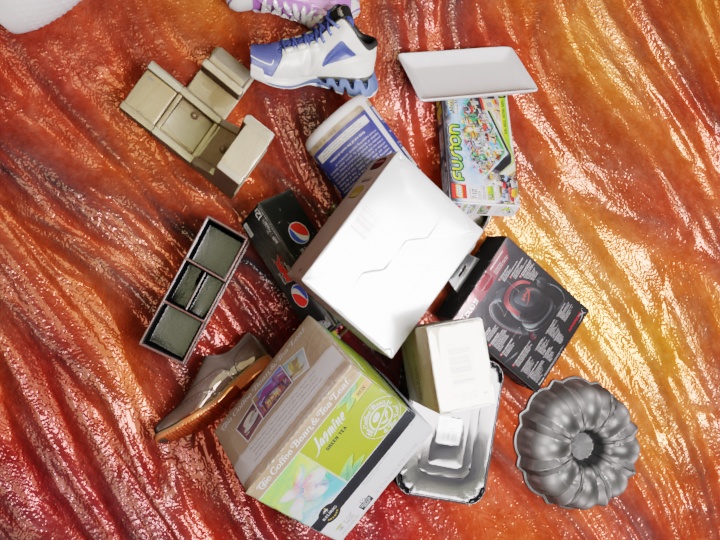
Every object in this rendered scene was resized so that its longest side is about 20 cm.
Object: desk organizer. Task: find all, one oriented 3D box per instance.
[{"bbox_3d":[-0.231,0.028,1.077,0.071,0.077,0.204,28,84,-7],"label":"desk organizer"}]

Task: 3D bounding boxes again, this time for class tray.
[{"bbox_3d":[0.159,-0.290,1.152,0.195,0.022,0.109,-9,53,-17],"label":"tray"}]

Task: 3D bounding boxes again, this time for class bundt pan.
[{"bbox_3d":[0.336,0.267,1.164,0.196,0.076,0.208,0,88,-9],"label":"bundt pan"}]

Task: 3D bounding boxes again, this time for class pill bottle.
[{"bbox_3d":[0.021,-0.138,1.105,0.115,0.116,0.201,-39,94,-8],"label":"pill bottle"}]

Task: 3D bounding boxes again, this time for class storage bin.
[{"bbox_3d":[0.120,0.222,1.121,0.131,0.094,0.206,11,85,-9],"label":"storage bin"}]

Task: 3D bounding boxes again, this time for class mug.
[{"bbox_3d":[-0.451,-0.429,1.035,0.175,0.148,0.200,-44,65,-1],"label":"mug"}]

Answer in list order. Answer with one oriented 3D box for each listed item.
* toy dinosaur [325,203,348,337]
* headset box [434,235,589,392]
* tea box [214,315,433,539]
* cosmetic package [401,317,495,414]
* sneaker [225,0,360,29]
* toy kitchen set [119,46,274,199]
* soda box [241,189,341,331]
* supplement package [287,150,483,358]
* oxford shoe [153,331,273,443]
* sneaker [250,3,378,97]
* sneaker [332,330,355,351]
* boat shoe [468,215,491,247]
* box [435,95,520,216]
[{"bbox_3d":[0.000,0.000,1.115,0.060,0.104,0.206,-18,102,-47],"label":"toy dinosaur"},{"bbox_3d":[0.217,0.056,1.139,0.199,0.075,0.150,38,82,-15],"label":"headset box"},{"bbox_3d":[-0.047,0.209,1.005,0.201,0.133,0.196,-50,128,0],"label":"tea box"},{"bbox_3d":[0.105,0.117,0.975,0.071,0.200,0.107,-9,85,-8],"label":"cosmetic package"},{"bbox_3d":[-0.093,-0.383,1.119,0.195,0.073,0.117,-17,94,-10],"label":"sneaker"},{"bbox_3d":[-0.201,-0.232,1.038,0.198,0.180,0.165,37,82,-10],"label":"toy kitchen set"},{"bbox_3d":[-0.082,-0.008,1.084,0.070,0.063,0.203,-28,83,-43],"label":"soda box"},{"bbox_3d":[0.028,-0.022,0.992,0.155,0.111,0.202,40,81,-13],"label":"supplement package"},{"bbox_3d":[-0.215,0.167,1.089,0.198,0.072,0.073,-35,74,-13],"label":"oxford shoe"},{"bbox_3d":[-0.059,-0.323,1.093,0.194,0.081,0.117,4,127,-15],"label":"sneaker"},{"bbox_3d":[-0.067,0.186,1.100,0.084,0.074,0.203,33,83,-7],"label":"sneaker"},{"bbox_3d":[0.119,-0.031,1.144,0.072,0.068,0.200,45,83,-7],"label":"boat shoe"},{"bbox_3d":[0.171,-0.180,1.137,0.107,0.035,0.205,2,67,-10],"label":"box"}]
